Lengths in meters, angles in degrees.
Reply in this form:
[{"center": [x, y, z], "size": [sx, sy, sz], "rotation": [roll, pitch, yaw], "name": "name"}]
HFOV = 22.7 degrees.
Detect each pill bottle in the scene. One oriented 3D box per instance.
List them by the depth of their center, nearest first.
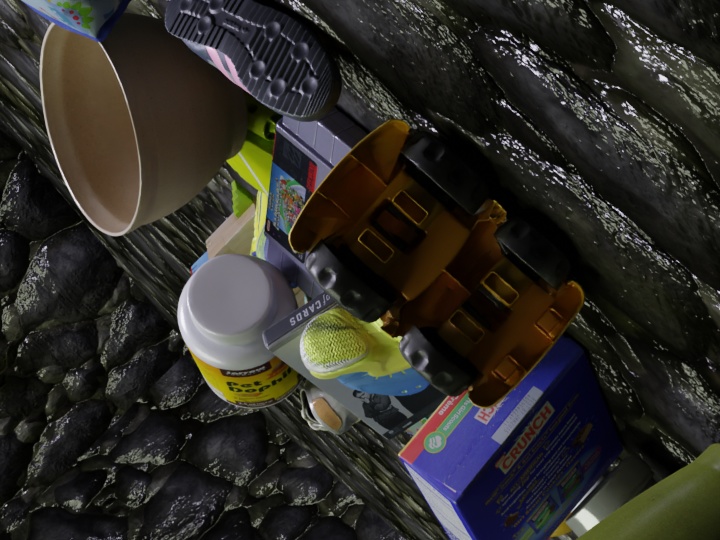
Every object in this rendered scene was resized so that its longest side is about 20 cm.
[{"center": [0.273, 0.253, 1.512], "size": [0.200, 0.112, 0.112], "rotation": [45, 170, 7], "name": "pill bottle"}, {"center": [-0.108, 0.053, 1.663], "size": [0.109, 0.109, 0.200], "rotation": [42, 169, 16], "name": "pill bottle"}]

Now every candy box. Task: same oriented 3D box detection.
[{"center": [0.132, 0.154, 1.527], "size": [0.077, 0.169, 0.200], "rotation": [35, 165, 31], "name": "candy box"}]

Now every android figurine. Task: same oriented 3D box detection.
[{"center": [-0.081, -0.106, 1.713], "size": [0.200, 0.041, 0.182], "rotation": [33, 166, 38], "name": "android figurine"}]

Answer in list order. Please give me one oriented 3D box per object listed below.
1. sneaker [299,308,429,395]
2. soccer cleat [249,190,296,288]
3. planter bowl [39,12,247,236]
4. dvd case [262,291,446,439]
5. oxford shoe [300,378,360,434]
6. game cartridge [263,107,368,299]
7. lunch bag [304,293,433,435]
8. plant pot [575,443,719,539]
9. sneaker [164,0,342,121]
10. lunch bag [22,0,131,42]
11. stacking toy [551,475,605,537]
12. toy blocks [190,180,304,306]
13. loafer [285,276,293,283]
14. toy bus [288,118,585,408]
[{"center": [0.055, 0.052, 1.483], "size": [0.105, 0.200, 0.076], "rotation": [46, -144, -58], "name": "sneaker"}, {"center": [-0.090, -0.034, 1.825], "size": [0.065, 0.084, 0.200], "rotation": [40, -168, -21], "name": "soccer cleat"}, {"center": [-0.187, -0.143, 1.623], "size": [0.200, 0.135, 0.200], "rotation": [35, 133, 48], "name": "planter bowl"}, {"center": [0.030, 0.065, 1.562], "size": [0.200, 0.150, 0.025], "rotation": [41, -159, -45], "name": "dvd case"}, {"center": [-0.032, 0.128, 1.737], "size": [0.075, 0.058, 0.200], "rotation": [47, 173, -1], "name": "oxford shoe"}, {"center": [-0.027, -0.048, 1.529], "size": [0.130, 0.038, 0.200], "rotation": [37, 142, 24], "name": "game cartridge"}, {"center": [0.027, 0.066, 1.746], "size": [0.200, 0.122, 0.170], "rotation": [38, 170, 8], "name": "lunch bag"}, {"center": [0.247, 0.238, 1.323], "size": [0.200, 0.193, 0.200], "rotation": [44, 169, 10], "name": "plant pot"}, {"center": [-0.067, -0.166, 1.399], "size": [0.200, 0.070, 0.082], "rotation": [41, -174, 40], "name": "sneaker"}, {"center": [-0.282, -0.305, 1.497], "size": [0.200, 0.127, 0.170], "rotation": [25, 160, 37], "name": "lunch bag"}, {"center": [0.183, 0.223, 1.812], "size": [0.146, 0.146, 0.200], "rotation": [49, 152, -19], "name": "stacking toy"}, {"center": [-0.109, 0.017, 1.960], "size": [0.200, 0.137, 0.100], "rotation": [40, -166, -25], "name": "toy blocks"}, {"center": [0.000, 0.000, 1.619], "size": [0.200, 0.072, 0.063], "rotation": [19, 115, 38], "name": "loafer"}, {"center": [0.062, -0.003, 1.345], "size": [0.200, 0.136, 0.192], "rotation": [42, -177, 5], "name": "toy bus"}]
